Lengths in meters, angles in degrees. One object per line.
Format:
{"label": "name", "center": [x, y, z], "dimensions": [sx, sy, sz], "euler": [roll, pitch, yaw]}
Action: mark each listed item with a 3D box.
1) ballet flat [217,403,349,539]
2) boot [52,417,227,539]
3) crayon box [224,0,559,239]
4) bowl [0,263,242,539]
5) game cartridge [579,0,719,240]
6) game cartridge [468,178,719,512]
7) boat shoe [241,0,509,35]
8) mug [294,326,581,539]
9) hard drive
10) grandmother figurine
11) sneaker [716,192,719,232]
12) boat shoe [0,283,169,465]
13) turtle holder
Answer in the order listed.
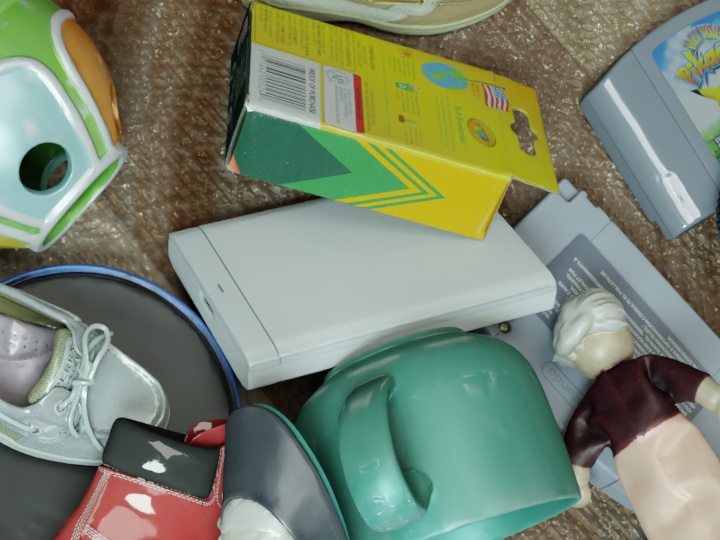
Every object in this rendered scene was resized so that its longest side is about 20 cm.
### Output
{"label": "ballet flat", "center": [-0.033, 0.169, 0.878], "dimensions": [0.073, 0.073, 0.202], "euler": [-29, 107, -24]}
{"label": "boot", "center": [-0.070, 0.166, 0.925], "dimensions": [0.199, 0.072, 0.145], "euler": [33, 79, -24]}
{"label": "crayon box", "center": [0.018, -0.089, 1.049], "dimensions": [0.198, 0.051, 0.127], "euler": [15, 35, -12]}
{"label": "bowl", "center": [-0.160, 0.090, 0.969], "dimensions": [0.199, 0.039, 0.203], "euler": [6, 70, -16]}
{"label": "game cartridge", "center": [0.254, -0.120, 1.180], "dimensions": [0.199, 0.041, 0.134], "euler": [-29, 79, -24]}
{"label": "game cartridge", "center": [0.155, 0.054, 1.088], "dimensions": [0.133, 0.042, 0.200], "euler": [-41, 88, -21]}
{"label": "boat shoe", "center": [0.019, -0.199, 1.109], "dimensions": [0.198, 0.066, 0.075], "euler": [-6, 74, -20]}
{"label": "mug", "center": [0.040, 0.096, 0.953], "dimensions": [0.151, 0.185, 0.115], "euler": [-15, 74, -17]}
{"label": "hard drive", "center": [0.000, 0.000, 1.022], "dimensions": [0.198, 0.027, 0.132], "euler": [-13, 41, -22]}
{"label": "grandmother figurine", "center": [0.171, 0.101, 1.014], "dimensions": [0.121, 0.061, 0.201], "euler": [-30, 67, 10]}
{"label": "sneaker", "center": [0.295, -0.089, 1.125], "dimensions": [0.078, 0.066, 0.202], "euler": [27, 66, -20]}
{"label": "boat shoe", "center": [-0.190, 0.044, 0.911], "dimensions": [0.201, 0.065, 0.075], "euler": [31, 65, -17]}
{"label": "turtle holder", "center": [-0.216, -0.069, 0.948], "dimensions": [0.132, 0.141, 0.186], "euler": [42, 64, -2]}
